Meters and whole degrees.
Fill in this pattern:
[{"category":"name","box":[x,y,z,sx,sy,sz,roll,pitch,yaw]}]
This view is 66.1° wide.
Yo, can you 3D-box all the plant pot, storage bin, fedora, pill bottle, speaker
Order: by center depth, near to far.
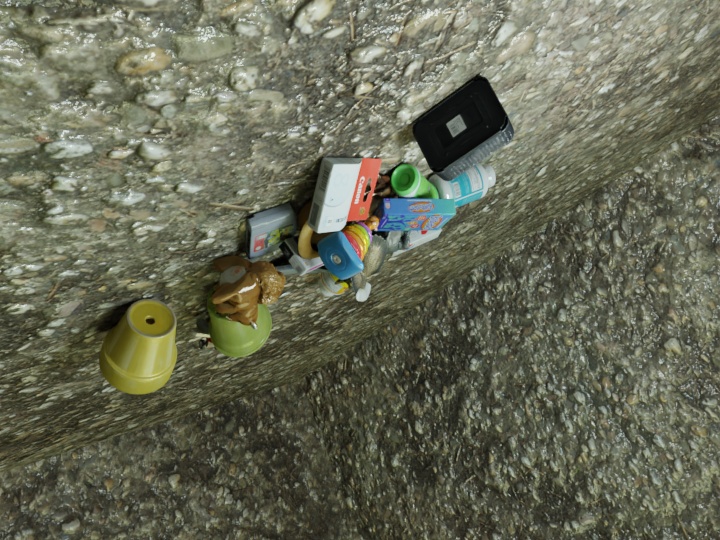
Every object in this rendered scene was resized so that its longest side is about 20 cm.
[{"category":"storage bin","box":[0.231,-0.314,1.245,0.197,0.139,0.093,-31,165,19]},{"category":"fedora","box":[-0.101,-0.122,1.390,0.198,0.082,0.203,-36,155,-19]},{"category":"plant pot","box":[-0.575,0.187,1.465,0.197,0.203,0.191,-11,144,-44]},{"category":"speaker","box":[0.150,-0.219,1.501,0.087,0.091,0.199,-30,159,17]},{"category":"pill bottle","box":[0.300,-0.252,1.628,0.194,0.114,0.111,-21,165,-19]},{"category":"plant pot","box":[-0.369,0.125,1.629,0.195,0.204,0.186,-22,154,-13]},{"category":"pill bottle","box":[-0.067,0.009,1.870,0.107,0.112,0.200,-13,160,-40]}]

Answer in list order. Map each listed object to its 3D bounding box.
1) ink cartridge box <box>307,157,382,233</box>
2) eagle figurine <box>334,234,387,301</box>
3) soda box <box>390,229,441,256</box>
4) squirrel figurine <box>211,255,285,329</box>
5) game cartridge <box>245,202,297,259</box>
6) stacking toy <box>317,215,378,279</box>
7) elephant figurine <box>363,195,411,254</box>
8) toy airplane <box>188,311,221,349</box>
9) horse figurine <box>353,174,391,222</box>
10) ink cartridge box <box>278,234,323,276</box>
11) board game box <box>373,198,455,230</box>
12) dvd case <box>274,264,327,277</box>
[{"category":"ink cartridge box","box":[-0.024,-0.177,1.292,0.196,0.047,0.165,-10,124,-44]},{"category":"eagle figurine","box":[-0.006,-0.002,1.606,0.146,0.158,0.199,6,164,-25]},{"category":"soda box","box":[0.187,-0.122,1.962,0.194,0.065,0.068,-23,165,-14]},{"category":"squirrel figurine","box":[-0.286,0.066,1.454,0.193,0.144,0.190,-16,135,-7]},{"category":"game cartridge","box":[-0.224,-0.097,1.395,0.130,0.042,0.201,-26,166,-21]},{"category":"stacking toy","box":[-0.010,-0.082,1.399,0.108,0.118,0.200,-23,-162,46]},{"category":"elephant figurine","box":[0.077,-0.140,1.637,0.136,0.161,0.201,5,160,15]},{"category":"toy airplane","box":[-0.441,0.195,1.793,0.191,0.147,0.200,8,178,-1]},{"category":"horse figurine","box":[0.032,-0.191,1.478,0.131,0.050,0.201,-28,164,-39]},{"category":"ink cartridge box","box":[-0.135,-0.053,1.483,0.037,0.096,0.199,-40,175,28]},{"category":"board game box","box":[0.141,-0.149,1.491,0.192,0.047,0.152,-2,168,-10]},{"category":"dvd case","box":[-0.197,0.000,1.656,0.193,0.018,0.142,-8,172,21]}]
